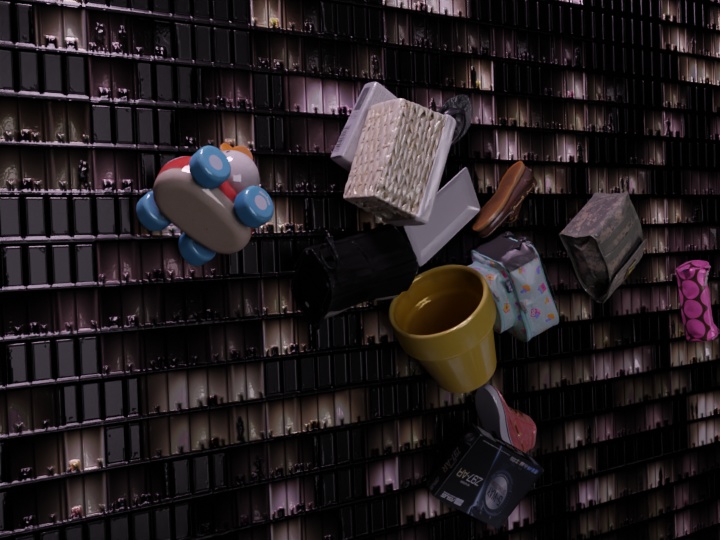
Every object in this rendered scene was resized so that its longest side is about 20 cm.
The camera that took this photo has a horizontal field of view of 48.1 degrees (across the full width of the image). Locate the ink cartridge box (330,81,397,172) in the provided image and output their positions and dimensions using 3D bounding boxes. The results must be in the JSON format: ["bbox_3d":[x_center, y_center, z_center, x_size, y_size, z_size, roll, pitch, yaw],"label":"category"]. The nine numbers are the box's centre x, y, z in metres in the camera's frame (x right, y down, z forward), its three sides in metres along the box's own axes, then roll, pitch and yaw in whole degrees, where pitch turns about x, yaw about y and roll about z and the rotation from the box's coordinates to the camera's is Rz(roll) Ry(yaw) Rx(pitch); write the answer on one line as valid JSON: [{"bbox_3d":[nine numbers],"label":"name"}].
[{"bbox_3d":[0.057,-0.234,1.543,0.199,0.057,0.164,33,76,-34],"label":"ink cartridge box"}]

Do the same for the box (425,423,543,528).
[{"bbox_3d":[0.254,0.419,1.636,0.199,0.044,0.161,33,98,-28],"label":"box"}]

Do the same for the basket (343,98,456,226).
[{"bbox_3d":[0.067,-0.194,1.447,0.122,0.135,0.203,19,83,-29],"label":"basket"}]

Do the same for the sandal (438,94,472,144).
[{"bbox_3d":[0.170,-0.276,1.615,0.201,0.048,0.076,-49,113,-22],"label":"sandal"}]

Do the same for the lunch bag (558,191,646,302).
[{"bbox_3d":[0.562,-0.048,1.830,0.164,0.117,0.201,-43,117,-26],"label":"lunch bag"}]

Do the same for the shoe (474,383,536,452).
[{"bbox_3d":[0.307,0.310,1.695,0.090,0.071,0.203,-30,111,-30],"label":"shoe"}]

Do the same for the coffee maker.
[{"bbox_3d":[0.000,0.000,1.424,0.198,0.192,0.136,-19,83,-33],"label":"coffee maker"}]

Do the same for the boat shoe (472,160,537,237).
[{"bbox_3d":[0.309,-0.138,1.691,0.070,0.070,0.201,46,67,-19],"label":"boat shoe"}]

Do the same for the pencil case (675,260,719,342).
[{"bbox_3d":[0.848,0.079,2.024,0.090,0.093,0.203,-20,101,-31],"label":"pencil case"}]

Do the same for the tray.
[{"bbox_3d":[0.160,-0.109,1.615,0.200,0.022,0.108,-42,127,-26],"label":"tray"}]

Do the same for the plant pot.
[{"bbox_3d":[0.174,0.125,1.546,0.201,0.199,0.190,-42,127,-25],"label":"plant pot"}]

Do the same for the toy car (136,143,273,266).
[{"bbox_3d":[-0.233,-0.146,1.316,0.177,0.183,0.202,41,40,-24],"label":"toy car"}]

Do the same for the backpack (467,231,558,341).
[{"bbox_3d":[0.305,0.046,1.631,0.152,0.176,0.201,-35,108,-9],"label":"backpack"}]
